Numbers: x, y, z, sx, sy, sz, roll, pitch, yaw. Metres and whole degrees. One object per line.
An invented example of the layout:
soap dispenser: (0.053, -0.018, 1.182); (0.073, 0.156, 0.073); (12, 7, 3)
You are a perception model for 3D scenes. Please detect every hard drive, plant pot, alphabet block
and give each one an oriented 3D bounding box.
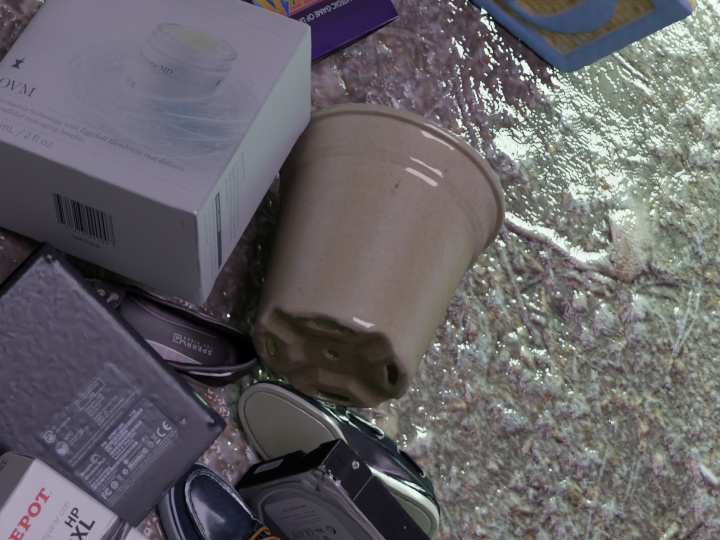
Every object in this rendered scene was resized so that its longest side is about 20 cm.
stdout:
hard drive: (-0.216, 0.098, 1.343); (0.140, 0.033, 0.200); (-47, 106, -13)
plant pot: (0.000, 0.000, 1.442); (0.200, 0.200, 0.185); (36, 53, -22)
hard drive: (0.002, 0.227, 1.423); (0.200, 0.139, 0.038); (50, 55, -14)
alphabet block: (0.218, -0.345, 1.722); (0.196, 0.195, 0.201); (36, 59, -24)

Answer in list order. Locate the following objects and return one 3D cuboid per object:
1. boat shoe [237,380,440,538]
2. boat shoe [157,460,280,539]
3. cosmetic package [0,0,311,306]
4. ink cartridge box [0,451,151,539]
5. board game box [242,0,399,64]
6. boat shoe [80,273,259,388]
boat shoe: (-0.014, 0.148, 1.484); (0.198, 0.075, 0.066); (33, 32, -7)
boat shoe: (-0.078, 0.229, 1.395); (0.071, 0.091, 0.201); (-37, 99, -37)
cosmetic package: (-0.166, -0.115, 1.361); (0.198, 0.123, 0.201); (20, 56, 11)
ink cartridge box: (-0.209, 0.246, 1.282); (0.200, 0.084, 0.145); (39, 72, -20)
board game box: (-0.081, -0.254, 1.562); (0.199, 0.057, 0.166); (-32, 95, -38)
boat shoe: (-0.170, 0.043, 1.406); (0.199, 0.057, 0.068); (20, 65, -30)
